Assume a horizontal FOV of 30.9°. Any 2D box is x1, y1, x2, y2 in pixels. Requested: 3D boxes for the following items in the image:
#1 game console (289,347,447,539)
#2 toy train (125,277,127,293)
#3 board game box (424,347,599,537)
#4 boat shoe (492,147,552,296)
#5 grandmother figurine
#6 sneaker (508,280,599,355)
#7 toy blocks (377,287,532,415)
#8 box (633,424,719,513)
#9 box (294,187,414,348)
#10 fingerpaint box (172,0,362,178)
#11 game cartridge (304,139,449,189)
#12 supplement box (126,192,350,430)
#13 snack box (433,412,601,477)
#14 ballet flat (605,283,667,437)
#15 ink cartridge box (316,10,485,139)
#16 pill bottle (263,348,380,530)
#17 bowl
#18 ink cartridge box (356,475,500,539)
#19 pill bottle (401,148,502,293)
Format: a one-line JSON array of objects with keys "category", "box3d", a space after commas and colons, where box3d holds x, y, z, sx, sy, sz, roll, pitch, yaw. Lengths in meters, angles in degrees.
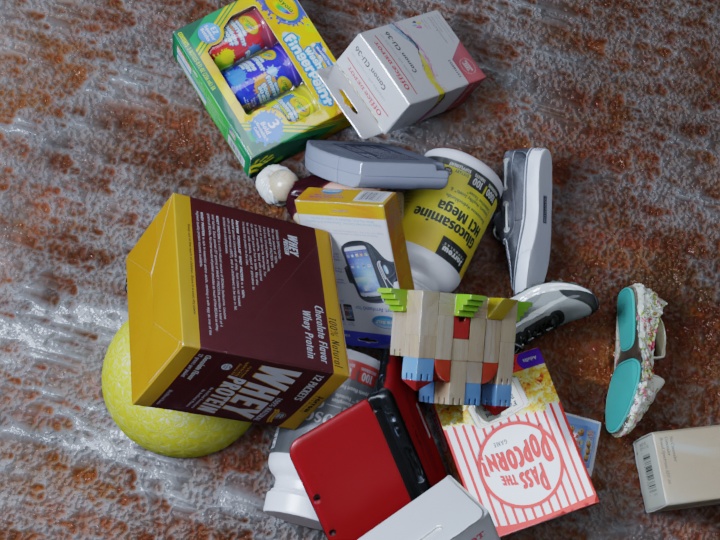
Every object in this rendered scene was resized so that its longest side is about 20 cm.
[{"category": "game console", "box3d": [0.014, 0.219, 1.494, 0.118, 0.172, 0.200, -16, 114, 13]}, {"category": "toy train", "box3d": [-0.194, -0.004, 1.613, 0.200, 0.034, 0.046, -15, 47, -11]}, {"category": "board game box", "box3d": [0.178, 0.210, 1.565, 0.151, 0.046, 0.200, -18, 75, -12]}, {"category": "boat shoe", "box3d": [0.202, -0.058, 1.668, 0.068, 0.072, 0.200, 1, 86, 28]}, {"category": "grandmother figurine", "box3d": [-0.043, -0.092, 1.610, 0.200, 0.061, 0.121, 16, 31, 31]}, {"category": "sneaker", "box3d": [0.198, 0.069, 1.608, 0.200, 0.074, 0.079, -14, 57, 3]}, {"category": "toy blocks", "box3d": [0.107, 0.096, 1.504, 0.200, 0.100, 0.137, 7, 86, -38]}, {"category": "box", "box3d": [0.448, 0.238, 1.602, 0.200, 0.078, 0.095, -7, 74, -9]}, {"category": "box", "box3d": [0.000, 0.000, 1.537, 0.119, 0.200, 0.041, 6, 34, 28]}, {"category": "fingerpaint box", "box3d": [-0.121, -0.248, 1.675, 0.167, 0.073, 0.200, -28, 79, -15]}, {"category": "game cartridge", "box3d": [0.008, -0.130, 1.589, 0.133, 0.200, 0.041, 4, 101, -21]}, {"category": "supplement box", "box3d": [-0.139, 0.049, 1.446, 0.200, 0.133, 0.198, 13, 51, -29]}, {"category": "snack box", "box3d": [0.194, 0.197, 1.609, 0.200, 0.024, 0.072, 16, 71, -2]}, {"category": "ballet flat", "box3d": [0.353, 0.114, 1.633, 0.064, 0.076, 0.200, 15, 75, -20]}, {"category": "ink cartridge box", "box3d": [0.052, -0.250, 1.659, 0.200, 0.067, 0.117, -27, 78, -42]}, {"category": "pill bottle", "box3d": [-0.042, 0.197, 1.531, 0.116, 0.116, 0.200, 15, 72, -3]}, {"category": "bowl", "box3d": [-0.207, 0.116, 1.538, 0.200, 0.108, 0.201, 2, 74, -7]}, {"category": "ink cartridge box", "box3d": [0.092, 0.350, 1.459, 0.145, 0.200, 0.083, -33, 38, -15]}, {"category": "pill bottle", "box3d": [0.090, -0.043, 1.621, 0.112, 0.112, 0.200, 26, 72, 1]}]
